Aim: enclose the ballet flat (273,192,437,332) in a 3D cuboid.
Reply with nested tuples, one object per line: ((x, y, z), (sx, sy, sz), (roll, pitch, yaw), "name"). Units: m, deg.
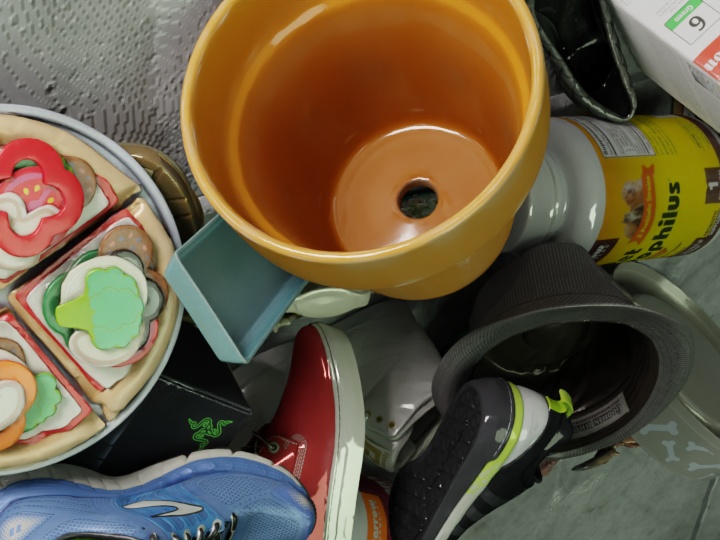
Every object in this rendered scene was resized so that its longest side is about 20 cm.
((0.000, 0.000, 0.925), (0.200, 0.064, 0.076), (-19, 134, -26), "ballet flat")

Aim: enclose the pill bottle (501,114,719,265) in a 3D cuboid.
((0.171, -0.058, 0.974), (0.200, 0.109, 0.109), (-6, 129, -35), "pill bottle")

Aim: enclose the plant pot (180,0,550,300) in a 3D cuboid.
((0.018, -0.069, 0.794), (0.200, 0.200, 0.183), (-39, 157, -2), "plant pot")

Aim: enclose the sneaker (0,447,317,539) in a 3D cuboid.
((-0.117, 0.160, 0.770), (0.200, 0.089, 0.079), (-2, 123, -24), "sneaker")

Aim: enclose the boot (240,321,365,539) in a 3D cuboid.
((-0.077, 0.131, 0.885), (0.144, 0.072, 0.200), (4, 93, -18), "boot")

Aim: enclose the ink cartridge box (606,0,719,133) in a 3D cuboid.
((0.250, -0.131, 0.899), (0.050, 0.200, 0.109), (-44, 141, 3), "ink cartridge box")

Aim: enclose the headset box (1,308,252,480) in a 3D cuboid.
((-0.190, 0.098, 0.813), (0.174, 0.093, 0.200), (28, 106, -36), "headset box")

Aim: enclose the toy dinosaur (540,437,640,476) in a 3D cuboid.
((0.149, 0.142, 1.120), (0.200, 0.136, 0.086), (-35, 140, -7), "toy dinosaur")

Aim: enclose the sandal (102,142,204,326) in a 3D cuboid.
((-0.122, -0.026, 0.804), (0.080, 0.054, 0.200), (5, 154, 9), "sandal")

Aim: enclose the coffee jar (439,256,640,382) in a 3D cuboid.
((0.119, 0.070, 1.053), (0.200, 0.104, 0.085), (-48, 154, 9), "coffee jar")

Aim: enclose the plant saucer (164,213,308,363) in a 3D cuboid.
((-0.064, -0.006, 0.781), (0.019, 0.200, 0.070), (-30, 100, 18), "plant saucer")

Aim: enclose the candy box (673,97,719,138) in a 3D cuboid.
((0.310, -0.085, 0.990), (0.056, 0.200, 0.117), (-27, 139, -12), "candy box")

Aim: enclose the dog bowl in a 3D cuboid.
((0.261, 0.088, 1.123), (0.200, 0.200, 0.059), (16, 130, -46), "dog bowl")

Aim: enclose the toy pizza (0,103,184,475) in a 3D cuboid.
((-0.185, 0.015, 0.688), (0.200, 0.032, 0.201), (-6, 106, -22), "toy pizza")

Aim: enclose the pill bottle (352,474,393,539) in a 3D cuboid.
((-0.017, 0.215, 1.073), (0.200, 0.110, 0.110), (24, 109, -48), "pill bottle")

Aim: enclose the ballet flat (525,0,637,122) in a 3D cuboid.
((0.143, -0.171, 0.889), (0.066, 0.057, 0.200), (-44, 141, 1), "ballet flat")

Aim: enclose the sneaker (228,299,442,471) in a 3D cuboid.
((-0.022, 0.107, 0.967), (0.200, 0.116, 0.074), (-29, 141, -13), "sneaker")

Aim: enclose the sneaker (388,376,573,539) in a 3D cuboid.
((0.083, 0.148, 0.911), (0.083, 0.072, 0.200), (9, 139, -20), "sneaker")

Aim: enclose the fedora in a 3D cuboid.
((0.133, 0.048, 0.923), (0.177, 0.090, 0.200), (-7, 142, 1), "fedora")
